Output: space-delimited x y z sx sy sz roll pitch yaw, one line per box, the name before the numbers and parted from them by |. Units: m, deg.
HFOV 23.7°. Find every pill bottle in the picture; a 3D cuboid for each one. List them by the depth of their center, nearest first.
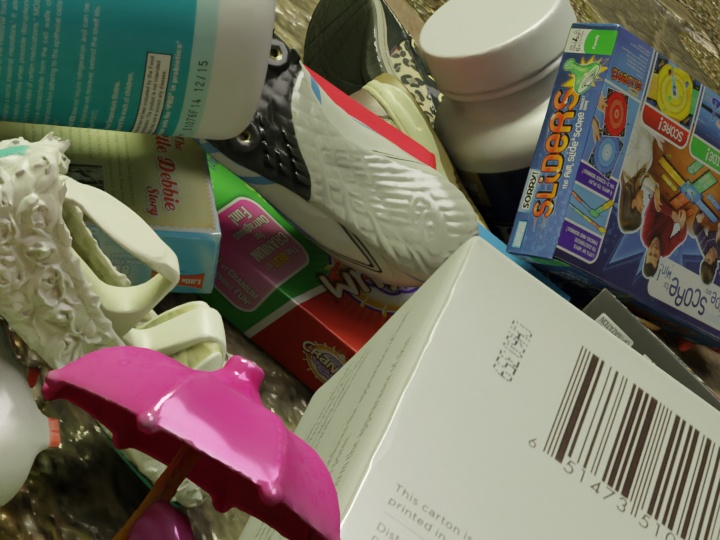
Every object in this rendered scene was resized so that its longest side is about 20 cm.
pill bottle | -0.141 -0.116 0.711 0.200 0.111 0.111 4 35 -14
pill bottle | 0.113 -0.073 1.041 0.120 0.120 0.200 -97 163 -58

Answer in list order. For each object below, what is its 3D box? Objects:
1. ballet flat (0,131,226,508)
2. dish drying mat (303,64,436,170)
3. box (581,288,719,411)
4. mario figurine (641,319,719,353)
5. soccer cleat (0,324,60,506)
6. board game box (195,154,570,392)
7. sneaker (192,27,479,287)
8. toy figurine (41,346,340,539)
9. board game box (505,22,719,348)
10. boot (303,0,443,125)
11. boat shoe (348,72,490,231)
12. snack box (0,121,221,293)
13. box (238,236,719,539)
ballet flat | -0.090 0.023 0.658 0.200 0.072 0.072 55 8 -43
dish drying mat | -0.044 -0.096 0.896 0.200 0.018 0.077 33 21 -15
box | 0.186 0.091 0.963 0.158 0.050 0.200 46 5 14
mario figurine | 0.196 -0.014 1.206 0.200 0.106 0.123 48 35 -2
soccer cleat | -0.180 0.007 0.660 0.078 0.069 0.200 8 41 -44
board game box | 0.000 0.000 0.906 0.200 0.040 0.153 39 40 1
sneaker | -0.031 -0.055 0.833 0.200 0.072 0.072 38 66 -21
toy figurine | -0.082 0.109 0.471 0.150 0.184 0.200 29 26 -20
board game box | 0.173 -0.043 0.993 0.034 0.135 0.200 10 -10 44
boot | 0.048 -0.105 1.168 0.154 0.073 0.204 22 35 -37
boat shoe | 0.039 -0.018 1.012 0.201 0.066 0.072 61 -7 7
snack box | -0.136 -0.063 0.829 0.116 0.037 0.200 3 35 -14
box | 0.058 0.132 0.630 0.199 0.131 0.200 35 43 -7
